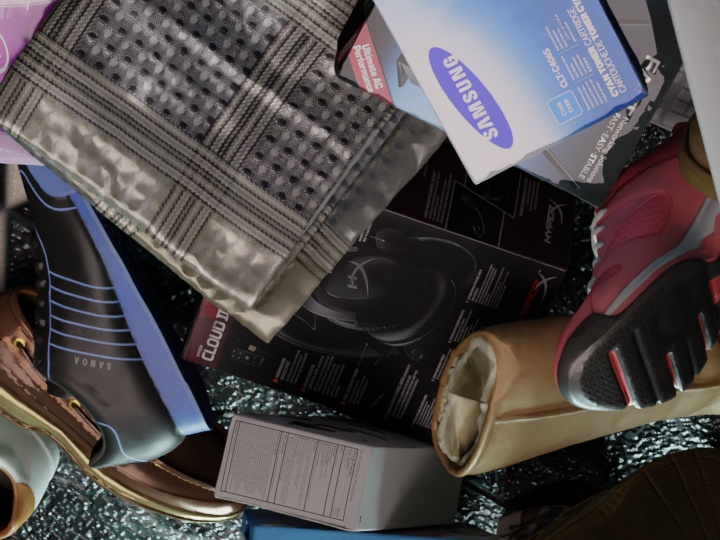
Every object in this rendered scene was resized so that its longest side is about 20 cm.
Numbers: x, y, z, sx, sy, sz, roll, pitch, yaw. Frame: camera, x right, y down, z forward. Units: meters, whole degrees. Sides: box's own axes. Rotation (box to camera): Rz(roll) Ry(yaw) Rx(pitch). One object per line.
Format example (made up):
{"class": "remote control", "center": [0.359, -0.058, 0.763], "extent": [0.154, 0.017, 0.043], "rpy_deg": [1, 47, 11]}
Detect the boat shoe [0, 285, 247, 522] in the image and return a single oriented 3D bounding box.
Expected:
{"class": "boat shoe", "center": [-0.141, 0.079, 1.494], "extent": [0.200, 0.072, 0.068], "rpy_deg": [33, 128, -12]}

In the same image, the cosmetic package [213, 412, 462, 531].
{"class": "cosmetic package", "center": [-0.006, 0.111, 1.417], "extent": [0.082, 0.200, 0.051], "rpy_deg": [14, 90, 17]}

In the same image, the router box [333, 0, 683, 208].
{"class": "router box", "center": [0.096, -0.151, 1.238], "extent": [0.149, 0.062, 0.200], "rpy_deg": [25, 109, -10]}

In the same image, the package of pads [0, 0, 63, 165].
{"class": "package of pads", "center": [-0.240, -0.123, 1.344], "extent": [0.199, 0.076, 0.121], "rpy_deg": [5, 118, 7]}

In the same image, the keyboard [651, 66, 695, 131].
{"class": "keyboard", "center": [0.109, -0.119, 1.331], "extent": [0.199, 0.011, 0.056], "rpy_deg": [21, 128, -6]}

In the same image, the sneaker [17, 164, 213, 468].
{"class": "sneaker", "center": [-0.156, 0.017, 1.418], "extent": [0.078, 0.070, 0.201], "rpy_deg": [-24, 101, 6]}

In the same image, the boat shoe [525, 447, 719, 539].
{"class": "boat shoe", "center": [0.143, 0.157, 1.455], "extent": [0.066, 0.199, 0.074], "rpy_deg": [-22, 89, 56]}

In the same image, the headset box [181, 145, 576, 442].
{"class": "headset box", "center": [0.000, 0.000, 1.403], "extent": [0.199, 0.077, 0.149], "rpy_deg": [19, 128, -3]}

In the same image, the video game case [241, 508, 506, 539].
{"class": "video game case", "center": [0.006, 0.153, 1.456], "extent": [0.142, 0.200, 0.018], "rpy_deg": [5, 87, -4]}

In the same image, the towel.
{"class": "towel", "center": [-0.060, -0.093, 1.295], "extent": [0.200, 0.035, 0.193], "rpy_deg": [38, 88, -12]}

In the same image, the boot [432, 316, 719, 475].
{"class": "boot", "center": [0.151, 0.030, 1.337], "extent": [0.199, 0.066, 0.176], "rpy_deg": [-8, 133, -24]}

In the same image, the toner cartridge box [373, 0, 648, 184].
{"class": "toner cartridge box", "center": [0.048, -0.150, 1.183], "extent": [0.095, 0.043, 0.200], "rpy_deg": [-27, 108, 12]}

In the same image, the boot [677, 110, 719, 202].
{"class": "boot", "center": [0.216, -0.150, 1.196], "extent": [0.066, 0.175, 0.201], "rpy_deg": [25, 135, 20]}

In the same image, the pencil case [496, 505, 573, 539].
{"class": "pencil case", "center": [0.115, 0.231, 1.483], "extent": [0.089, 0.201, 0.078], "rpy_deg": [15, 138, -7]}

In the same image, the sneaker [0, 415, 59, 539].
{"class": "sneaker", "center": [-0.257, 0.079, 1.510], "extent": [0.073, 0.085, 0.200], "rpy_deg": [-29, 116, 31]}

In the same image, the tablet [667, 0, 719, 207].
{"class": "tablet", "center": [0.209, -0.087, 1.169], "extent": [0.130, 0.014, 0.200], "rpy_deg": [-34, 131, -16]}

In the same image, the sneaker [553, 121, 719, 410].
{"class": "sneaker", "center": [0.144, -0.005, 1.263], "extent": [0.087, 0.200, 0.074], "rpy_deg": [19, 141, 36]}
